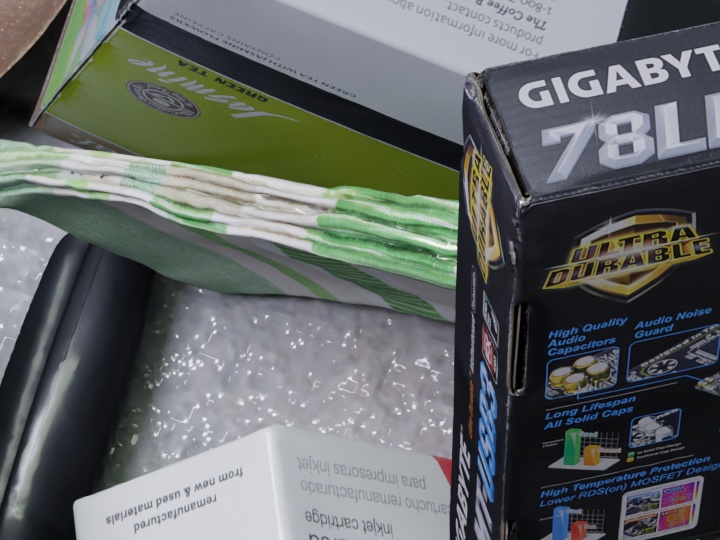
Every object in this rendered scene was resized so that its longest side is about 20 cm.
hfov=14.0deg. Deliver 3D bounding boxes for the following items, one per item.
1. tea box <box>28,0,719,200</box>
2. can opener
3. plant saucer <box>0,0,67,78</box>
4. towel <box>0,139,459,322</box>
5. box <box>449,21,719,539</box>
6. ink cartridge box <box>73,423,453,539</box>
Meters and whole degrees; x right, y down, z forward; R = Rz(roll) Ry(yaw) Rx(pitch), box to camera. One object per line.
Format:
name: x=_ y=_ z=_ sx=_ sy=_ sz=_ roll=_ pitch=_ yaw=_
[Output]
tea box: x=0.032 y=-0.084 z=0.845 sx=0.200 sy=0.197 sz=0.134 roll=21 pitch=73 yaw=-14
can opener: x=-0.104 y=0.077 z=0.928 sx=0.063 sy=0.079 sz=0.200 roll=-15 pitch=59 yaw=47
plant saucer: x=-0.160 y=-0.140 z=0.973 sx=0.200 sy=0.037 sz=0.201 roll=-15 pitch=63 yaw=33
towel: x=0.000 y=0.000 z=0.850 sx=0.200 sy=0.152 sz=0.023 roll=9 pitch=81 yaw=32
box: x=0.124 y=0.010 z=0.744 sx=0.200 sy=0.199 sz=0.050 roll=-13 pitch=51 yaw=-9
ink cartridge box: x=0.006 y=0.157 z=0.819 sx=0.084 sy=0.144 sz=0.200 roll=-22 pitch=66 yaw=37
